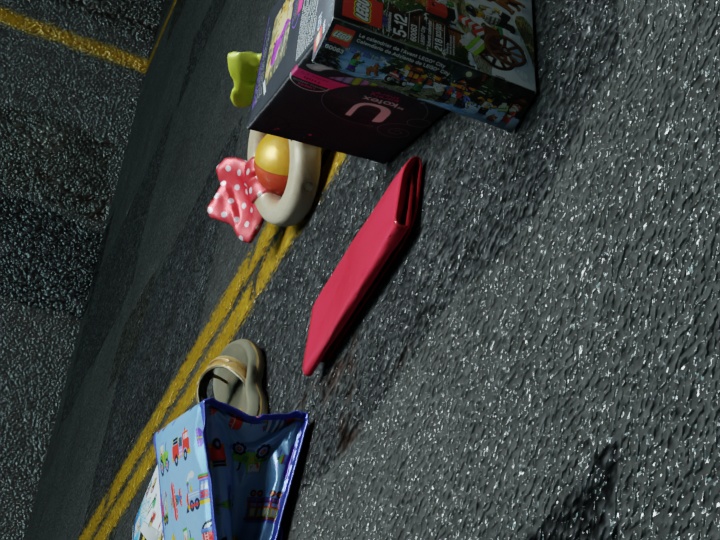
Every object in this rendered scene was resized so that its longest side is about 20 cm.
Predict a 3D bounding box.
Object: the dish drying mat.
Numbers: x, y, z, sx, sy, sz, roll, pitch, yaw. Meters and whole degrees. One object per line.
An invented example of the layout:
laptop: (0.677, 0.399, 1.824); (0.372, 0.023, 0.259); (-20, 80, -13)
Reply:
dish drying mat: (0.000, 0.000, 1.237); (0.200, 0.018, 0.077); (122, 162, -48)

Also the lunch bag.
lunch bag: (-0.113, 0.218, 1.287); (0.150, 0.094, 0.201); (144, 133, -63)

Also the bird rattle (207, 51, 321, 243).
bird rattle: (-0.088, -0.110, 1.567); (0.163, 0.112, 0.201); (52, 127, 54)

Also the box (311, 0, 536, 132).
box: (0.043, -0.186, 1.049); (0.201, 0.136, 0.038); (-87, 21, -46)

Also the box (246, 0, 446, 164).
box: (0.002, -0.166, 1.209); (0.200, 0.122, 0.107); (144, 138, -69)

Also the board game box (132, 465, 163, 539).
board game box: (-0.198, 0.263, 1.641); (0.200, 0.034, 0.127); (-105, 36, -66)

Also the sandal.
sandal: (-0.125, 0.116, 1.499); (0.200, 0.054, 0.081); (-109, 39, -68)
